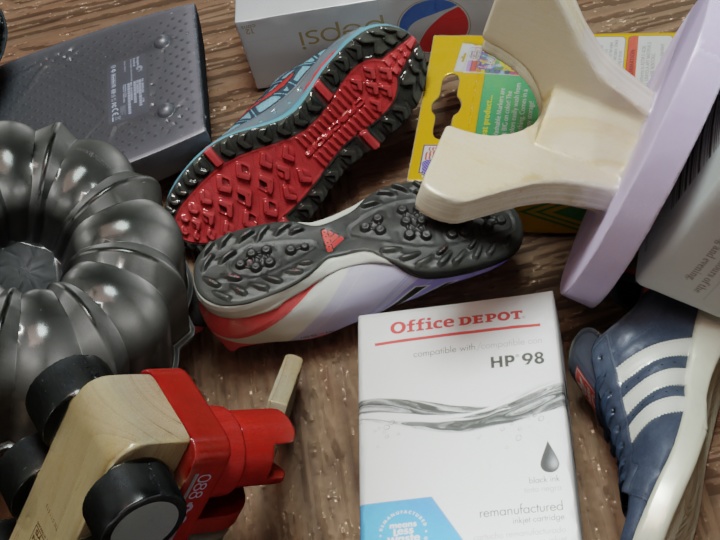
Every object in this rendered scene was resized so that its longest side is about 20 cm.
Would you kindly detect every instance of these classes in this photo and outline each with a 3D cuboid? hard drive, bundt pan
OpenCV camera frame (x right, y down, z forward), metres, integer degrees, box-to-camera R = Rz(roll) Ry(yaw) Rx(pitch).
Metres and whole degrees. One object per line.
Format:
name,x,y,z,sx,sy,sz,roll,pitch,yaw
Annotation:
hard drive,-0.194,-0.099,1.021,0.198,0.042,0.136,-17,52,10
bundt pan,-0.186,-0.003,0.833,0.199,0.076,0.204,7,56,-11

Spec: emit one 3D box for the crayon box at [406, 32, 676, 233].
crayon box,0.137,-0.087,0.938,0.197,0.052,0.127,2,55,14

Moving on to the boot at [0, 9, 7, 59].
boot,-0.341,-0.110,1.006,0.167,0.077,0.200,-8,34,49

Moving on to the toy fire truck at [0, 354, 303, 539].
toy fire truck,-0.097,0.123,0.801,0.198,0.177,0.129,1,38,-41

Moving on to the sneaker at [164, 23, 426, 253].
sneaker,-0.042,-0.083,0.979,0.199,0.080,0.096,-37,17,1

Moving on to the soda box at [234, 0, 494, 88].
soda box,0.016,-0.184,1.026,0.197,0.068,0.064,-8,53,8

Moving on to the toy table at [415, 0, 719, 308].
toy table,0.109,-0.079,0.797,0.116,0.201,0.184,22,37,2

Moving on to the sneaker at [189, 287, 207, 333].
sneaker,-0.188,0.020,0.942,0.198,0.074,0.088,16,93,14

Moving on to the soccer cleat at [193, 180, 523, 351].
soccer cleat,0.000,0.000,0.899,0.197,0.074,0.069,-13,55,-5

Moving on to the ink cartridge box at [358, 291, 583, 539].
ink cartridge box,0.058,0.084,0.822,0.114,0.067,0.202,-8,53,8

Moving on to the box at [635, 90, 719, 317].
box,0.270,-0.087,0.777,0.170,0.200,0.201,22,54,-3

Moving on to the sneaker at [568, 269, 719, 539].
sneaker,0.147,0.078,0.805,0.083,0.075,0.201,9,47,18
